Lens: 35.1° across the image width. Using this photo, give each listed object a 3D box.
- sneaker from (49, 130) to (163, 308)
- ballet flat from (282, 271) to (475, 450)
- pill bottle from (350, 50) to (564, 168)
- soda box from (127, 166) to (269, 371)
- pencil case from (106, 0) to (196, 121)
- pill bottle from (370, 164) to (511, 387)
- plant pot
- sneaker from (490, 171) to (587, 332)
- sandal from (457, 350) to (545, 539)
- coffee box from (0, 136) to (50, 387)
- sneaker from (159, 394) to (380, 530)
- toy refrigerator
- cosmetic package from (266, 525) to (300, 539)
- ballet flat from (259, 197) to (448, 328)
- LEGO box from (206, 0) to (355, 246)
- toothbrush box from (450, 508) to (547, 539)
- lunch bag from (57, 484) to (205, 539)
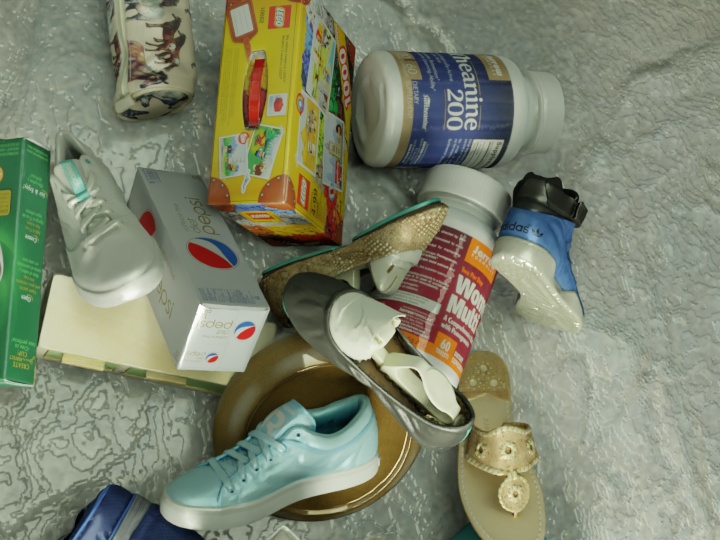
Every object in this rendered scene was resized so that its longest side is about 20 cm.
[{"bbox_3d":[-0.222,-0.048,0.938,0.074,0.200,0.089,-27,129,-11],"label":"sneaker"},{"bbox_3d":[0.023,0.068,0.941,0.200,0.068,0.068,43,59,-12],"label":"ballet flat"},{"bbox_3d":[0.098,-0.158,1.131,0.197,0.111,0.113,-2,80,-21],"label":"pill bottle"},{"bbox_3d":[-0.145,-0.005,0.963,0.063,0.069,0.201,6,33,-31],"label":"soda box"},{"bbox_3d":[-0.200,-0.238,1.048,0.089,0.077,0.204,2,78,-46],"label":"pencil case"},{"bbox_3d":[0.072,0.008,1.090,0.108,0.109,0.202,27,71,-14],"label":"pill bottle"},{"bbox_3d":[-0.031,0.144,1.005,0.197,0.028,0.203,-6,117,-13],"label":"plant pot"},{"bbox_3d":[0.187,-0.020,1.109,0.200,0.076,0.113,45,61,-55],"label":"sneaker"},{"bbox_3d":[0.125,0.154,1.055,0.076,0.070,0.214,-5,52,-2],"label":"sandal"},{"bbox_3d":[-0.322,-0.003,0.942,0.121,0.044,0.204,-5,77,18],"label":"coffee box"},{"bbox_3d":[-0.074,0.146,0.933,0.198,0.074,0.083,-14,114,-32],"label":"sneaker"},{"bbox_3d":[-0.181,0.064,0.998,0.197,0.076,0.071,15,75,-19],"label":"toy refrigerator"},{"bbox_3d":[-0.090,0.300,0.903,0.087,0.201,0.103,42,52,8],"label":"cosmetic package"},{"bbox_3d":[0.000,0.000,1.038,0.070,0.198,0.066,5,63,-63],"label":"ballet flat"},{"bbox_3d":[-0.067,-0.137,1.036,0.076,0.149,0.204,-1,77,19],"label":"LEGO box"},{"bbox_3d":[0.106,0.338,1.050,0.199,0.085,0.147,-37,94,-24],"label":"toothbrush box"},{"bbox_3d":[-0.213,0.279,0.908,0.131,0.136,0.202,31,67,-2],"label":"lunch bag"}]
